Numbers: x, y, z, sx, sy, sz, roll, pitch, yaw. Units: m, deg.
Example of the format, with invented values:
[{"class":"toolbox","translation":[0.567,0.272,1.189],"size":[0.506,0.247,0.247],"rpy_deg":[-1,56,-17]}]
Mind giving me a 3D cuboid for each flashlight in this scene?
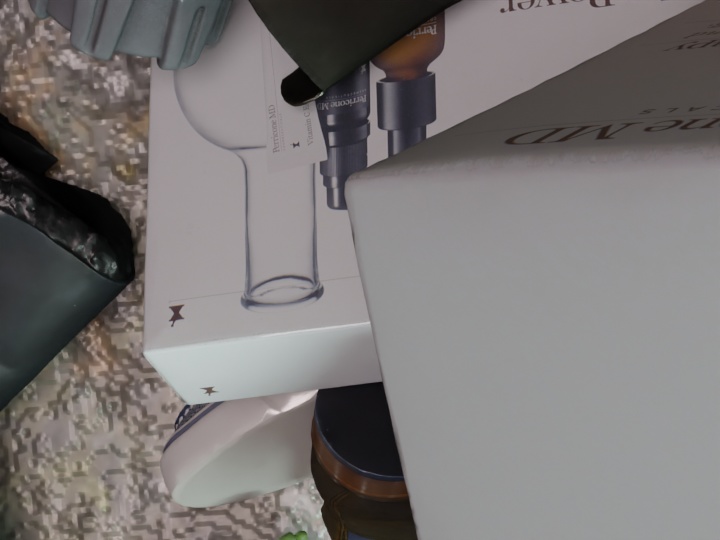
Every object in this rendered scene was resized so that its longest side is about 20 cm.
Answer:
[{"class":"flashlight","translation":[-0.052,-0.164,0.861],"size":[0.068,0.068,0.200],"rpy_deg":[9,121,-15]}]

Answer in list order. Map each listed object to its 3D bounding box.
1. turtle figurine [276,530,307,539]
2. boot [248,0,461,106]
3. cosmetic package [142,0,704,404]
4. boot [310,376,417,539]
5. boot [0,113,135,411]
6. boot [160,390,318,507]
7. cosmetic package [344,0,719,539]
[{"class":"turtle figurine","translation":[0.023,0.170,0.942],"size":[0.144,0.200,0.194],"rpy_deg":[-39,77,-22]},{"class":"boot","translation":[-0.003,-0.146,0.828],"size":[0.138,0.078,0.200],"rpy_deg":[-32,126,3]},{"class":"cosmetic package","translation":[0.030,-0.043,0.909],"size":[0.199,0.052,0.151],"rpy_deg":[-8,65,14]},{"class":"boot","translation":[0.075,0.053,0.967],"size":[0.199,0.097,0.075],"rpy_deg":[-7,62,-12]},{"class":"boot","translation":[-0.142,0.051,1.005],"size":[0.168,0.076,0.200],"rpy_deg":[-43,77,15]},{"class":"boot","translation":[0.000,0.000,0.983],"size":[0.200,0.073,0.091],"rpy_deg":[-34,63,16]},{"class":"cosmetic package","translation":[0.131,0.024,0.679],"size":[0.167,0.200,0.167],"rpy_deg":[-1,107,37]}]
